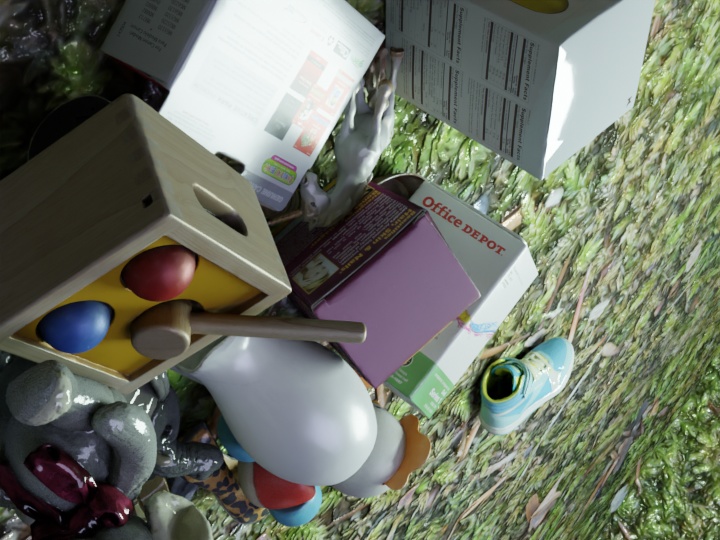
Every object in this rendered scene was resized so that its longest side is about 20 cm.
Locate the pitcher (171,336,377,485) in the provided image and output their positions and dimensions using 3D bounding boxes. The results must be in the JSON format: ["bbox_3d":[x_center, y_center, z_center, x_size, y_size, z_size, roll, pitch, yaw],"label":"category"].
[{"bbox_3d":[-0.092,0.108,0.995,0.200,0.171,0.122,44,61,-29],"label":"pitcher"}]

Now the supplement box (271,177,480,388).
[{"bbox_3d":[0.000,0.000,1.002,0.131,0.200,0.103,-39,115,-5],"label":"supplement box"}]

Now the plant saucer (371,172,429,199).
[{"bbox_3d":[0.005,-0.023,1.184,0.200,0.034,0.201,-36,146,-29],"label":"plant saucer"}]

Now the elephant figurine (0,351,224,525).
[{"bbox_3d":[-0.215,0.116,0.919,0.199,0.142,0.156,-20,150,-36],"label":"elephant figurine"}]

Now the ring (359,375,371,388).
[{"bbox_3d":[0.059,0.068,1.332,0.200,0.019,0.201,-45,159,-22],"label":"ring"}]

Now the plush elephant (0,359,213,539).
[{"bbox_3d":[-0.193,0.166,0.739,0.164,0.156,0.200,-26,162,18],"label":"plush elephant"}]

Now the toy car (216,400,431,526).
[{"bbox_3d":[-0.017,0.168,1.134,0.185,0.198,0.178,69,29,-49],"label":"toy car"}]

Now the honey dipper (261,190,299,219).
[{"bbox_3d":[-0.104,-0.075,0.933,0.038,0.038,0.200,-57,162,4],"label":"honey dipper"}]

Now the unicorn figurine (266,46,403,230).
[{"bbox_3d":[-0.004,-0.121,0.982,0.200,0.073,0.138,-41,148,-52],"label":"unicorn figurine"}]

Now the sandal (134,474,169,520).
[{"bbox_3d":[-0.220,0.173,1.036,0.080,0.054,0.201,-16,129,-28],"label":"sandal"}]

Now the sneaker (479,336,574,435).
[{"bbox_3d":[0.261,0.157,1.685,0.200,0.079,0.131,-45,150,-18],"label":"sneaker"}]

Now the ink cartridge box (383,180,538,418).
[{"bbox_3d":[0.071,0.029,1.152,0.200,0.144,0.084,-51,150,-6],"label":"ink cartridge box"}]

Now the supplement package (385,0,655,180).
[{"bbox_3d":[0.145,-0.221,1.019,0.151,0.199,0.151,-37,146,-29],"label":"supplement package"}]

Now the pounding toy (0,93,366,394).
[{"bbox_3d":[-0.133,0.006,0.752,0.183,0.143,0.200,-31,150,14],"label":"pounding toy"}]

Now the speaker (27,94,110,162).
[{"bbox_3d":[-0.173,-0.053,0.856,0.081,0.081,0.200,-51,150,-7],"label":"speaker"}]

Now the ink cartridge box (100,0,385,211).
[{"bbox_3d":[-0.095,-0.159,0.850,0.177,0.084,0.200,-60,150,3],"label":"ink cartridge box"}]

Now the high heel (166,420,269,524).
[{"bbox_3d":[-0.126,0.208,1.189,0.199,0.071,0.143,-10,131,-43],"label":"high heel"}]
